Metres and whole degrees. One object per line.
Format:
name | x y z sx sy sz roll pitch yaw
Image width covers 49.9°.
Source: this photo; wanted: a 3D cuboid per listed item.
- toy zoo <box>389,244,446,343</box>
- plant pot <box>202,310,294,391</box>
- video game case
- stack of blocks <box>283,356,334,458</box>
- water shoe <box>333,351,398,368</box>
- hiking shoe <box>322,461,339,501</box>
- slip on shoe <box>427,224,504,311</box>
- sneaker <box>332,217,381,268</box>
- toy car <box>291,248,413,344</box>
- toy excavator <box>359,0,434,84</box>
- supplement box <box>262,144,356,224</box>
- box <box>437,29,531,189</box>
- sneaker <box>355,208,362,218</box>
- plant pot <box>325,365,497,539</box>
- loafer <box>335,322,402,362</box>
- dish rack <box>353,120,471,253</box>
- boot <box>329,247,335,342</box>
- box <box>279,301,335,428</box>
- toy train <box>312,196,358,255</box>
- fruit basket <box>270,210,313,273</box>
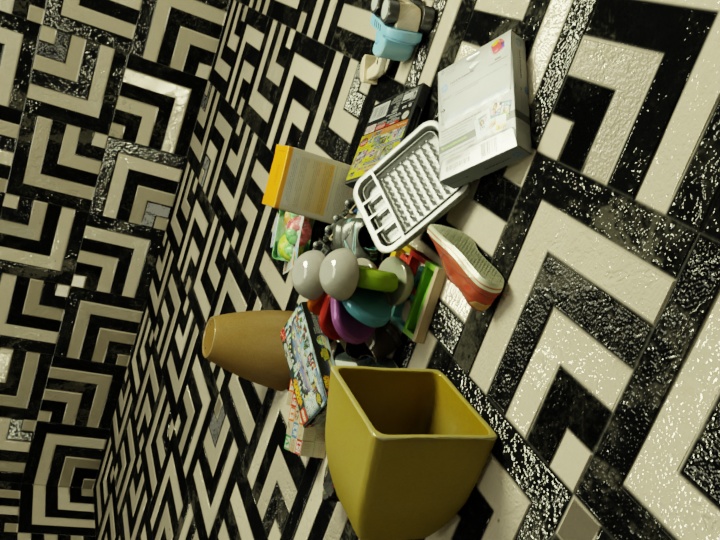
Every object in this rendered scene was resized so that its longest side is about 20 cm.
toy zoo | 0.080 0.028 1.361 0.200 0.020 0.134 41 116 61
plant pot | -0.259 0.172 1.791 0.186 0.196 0.191 -34 50 54
video game case | 0.050 -0.257 1.503 0.199 0.025 0.184 -4 64 63
stack of blocks | -0.105 0.271 1.588 0.115 0.057 0.205 -5 74 63
water shoe | 0.017 0.198 1.387 0.199 0.070 0.081 12 117 63
hiking shoe | -0.021 0.337 1.368 0.200 0.074 0.103 -48 41 47
slip on shoe | 0.151 -0.011 1.182 0.062 0.073 0.201 -67 32 26
sneaker | 0.000 0.000 1.443 0.078 0.075 0.205 -9 94 41
toy car | -0.016 0.047 1.310 0.198 0.172 0.154 -2 82 51
toy excavator | 0.053 -0.456 1.563 0.195 0.098 0.204 -118 38 -55
supplement box | -0.090 -0.170 1.593 0.073 0.196 0.129 20 95 60
box | 0.188 -0.248 1.201 0.154 0.041 0.205 -21 60 44
sneaker | 0.044 -0.133 1.446 0.199 0.076 0.088 -25 53 59
plant pot | 0.051 0.277 1.131 0.194 0.191 0.204 -134 54 -60
loafer | -0.011 0.117 1.396 0.071 0.074 0.198 -42 26 -26
dish rack | 0.090 -0.136 1.305 0.199 0.043 0.174 -39 51 19
boot | -0.068 0.056 1.585 0.167 0.075 0.205 -19 68 56
box | -0.096 0.179 1.476 0.137 0.039 0.204 -53 48 52
toy train | -0.041 -0.087 1.568 0.201 0.045 0.034 -53 -7 -1
fruit basket | -0.155 -0.094 1.785 0.200 0.091 0.190 140 139 -80
